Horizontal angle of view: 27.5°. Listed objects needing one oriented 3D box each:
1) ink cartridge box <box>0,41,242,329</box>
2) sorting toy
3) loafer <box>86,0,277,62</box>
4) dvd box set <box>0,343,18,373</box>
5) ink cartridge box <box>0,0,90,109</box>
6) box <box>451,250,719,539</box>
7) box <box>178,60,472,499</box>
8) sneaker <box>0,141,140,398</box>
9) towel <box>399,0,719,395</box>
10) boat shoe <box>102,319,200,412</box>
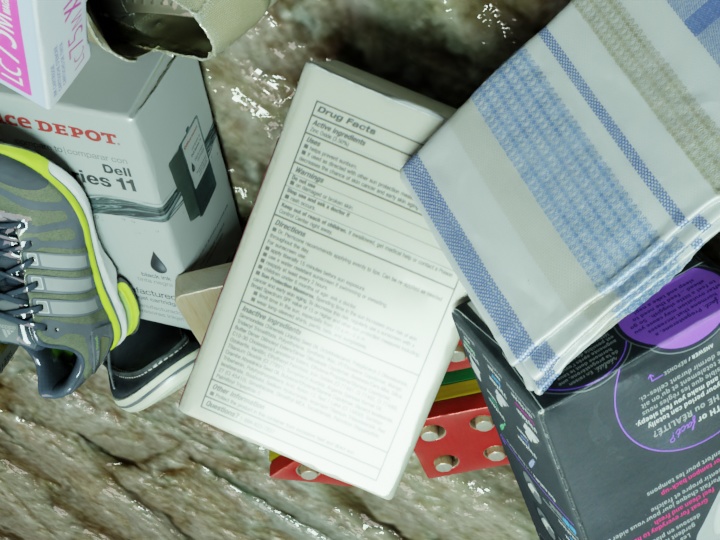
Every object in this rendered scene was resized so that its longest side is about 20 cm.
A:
[{"bbox_3d":[-0.167,-0.066,0.931,0.145,0.083,0.201,11,142,18],"label":"ink cartridge box"},{"bbox_3d":[0.005,0.071,0.948,0.197,0.070,0.201,-12,139,12],"label":"sorting toy"},{"bbox_3d":[-0.142,-0.157,0.813,0.198,0.069,0.076,6,140,25],"label":"loafer"},{"bbox_3d":[-0.256,-0.030,0.912,0.029,0.146,0.202,-10,100,-1],"label":"dvd box set"},{"bbox_3d":[-0.199,-0.150,0.576,0.199,0.042,0.120,32,155,6],"label":"ink cartridge box"},{"bbox_3d":[0.145,0.090,0.761,0.106,0.122,0.201,52,167,56],"label":"box"},{"bbox_3d":[0.000,0.000,0.806,0.127,0.109,0.201,23,100,3],"label":"box"},{"bbox_3d":[-0.197,0.001,0.890,0.073,0.081,0.201,3,140,27],"label":"sneaker"},{"bbox_3d":[0.116,-0.058,0.669,0.200,0.147,0.024,-43,144,18],"label":"towel"},{"bbox_3d":[-0.155,0.047,1.025,0.063,0.074,0.200,59,170,-18],"label":"boat shoe"}]
